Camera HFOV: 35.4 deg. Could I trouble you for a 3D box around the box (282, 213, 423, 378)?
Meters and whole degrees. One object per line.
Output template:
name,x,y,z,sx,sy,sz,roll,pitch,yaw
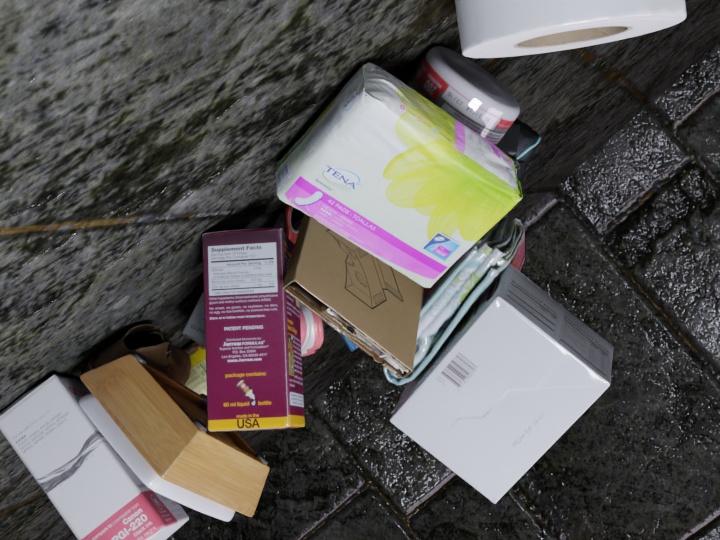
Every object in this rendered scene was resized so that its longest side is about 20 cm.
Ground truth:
box,0.000,0.000,1.203,0.021,0.163,0.200,-39,-157,32

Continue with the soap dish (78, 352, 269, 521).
soap dish,-0.193,0.178,1.204,0.081,0.157,0.200,-47,149,-2

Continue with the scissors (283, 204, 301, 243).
scissors,-0.087,0.002,1.284,0.073,0.014,0.201,19,100,-40

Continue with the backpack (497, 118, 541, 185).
backpack,0.114,-0.119,1.362,0.176,0.153,0.200,-46,166,-4

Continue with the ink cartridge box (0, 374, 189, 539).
ink cartridge box,-0.284,0.216,1.213,0.085,0.200,0.146,-40,172,-5

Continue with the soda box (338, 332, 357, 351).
soda box,-0.014,0.028,1.342,0.064,0.068,0.200,-33,160,-5

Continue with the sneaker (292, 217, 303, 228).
sneaker,-0.080,-0.002,1.376,0.115,0.076,0.201,-29,152,-49

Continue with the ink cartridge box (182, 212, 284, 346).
ink cartridge box,-0.141,0.018,1.364,0.200,0.043,0.174,77,38,-80

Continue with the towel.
towel,0.108,0.029,1.300,0.200,0.048,0.171,-51,178,23

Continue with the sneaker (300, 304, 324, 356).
sneaker,-0.125,0.100,1.406,0.087,0.074,0.200,2,145,-33

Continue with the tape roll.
tape roll,0.185,-0.240,1.001,0.201,0.071,0.202,-7,-177,0

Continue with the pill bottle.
pill bottle,0.066,-0.122,1.184,0.200,0.114,0.114,-54,167,22

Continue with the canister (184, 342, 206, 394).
canister,-0.209,0.141,1.550,0.200,0.087,0.149,-35,170,-24

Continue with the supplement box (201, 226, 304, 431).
supplement box,-0.110,0.064,1.169,0.085,0.201,0.110,-4,172,4

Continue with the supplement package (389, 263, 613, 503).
supplement package,0.159,0.126,1.271,0.200,0.156,0.111,-51,-179,23

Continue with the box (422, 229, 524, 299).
box,0.139,0.037,1.476,0.103,0.094,0.201,70,41,-67

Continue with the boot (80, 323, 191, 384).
boot,-0.235,0.101,1.298,0.075,0.074,0.200,-48,167,11

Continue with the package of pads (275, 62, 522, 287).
package of pads,0.039,-0.089,1.087,0.155,0.200,0.068,-46,-153,31
